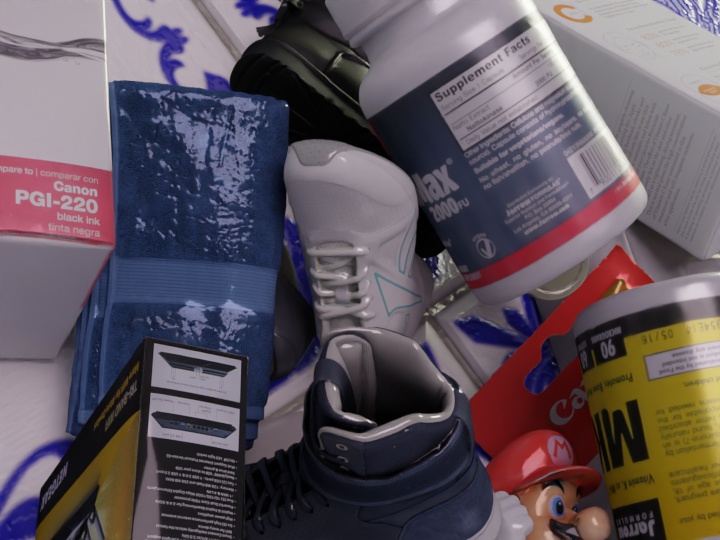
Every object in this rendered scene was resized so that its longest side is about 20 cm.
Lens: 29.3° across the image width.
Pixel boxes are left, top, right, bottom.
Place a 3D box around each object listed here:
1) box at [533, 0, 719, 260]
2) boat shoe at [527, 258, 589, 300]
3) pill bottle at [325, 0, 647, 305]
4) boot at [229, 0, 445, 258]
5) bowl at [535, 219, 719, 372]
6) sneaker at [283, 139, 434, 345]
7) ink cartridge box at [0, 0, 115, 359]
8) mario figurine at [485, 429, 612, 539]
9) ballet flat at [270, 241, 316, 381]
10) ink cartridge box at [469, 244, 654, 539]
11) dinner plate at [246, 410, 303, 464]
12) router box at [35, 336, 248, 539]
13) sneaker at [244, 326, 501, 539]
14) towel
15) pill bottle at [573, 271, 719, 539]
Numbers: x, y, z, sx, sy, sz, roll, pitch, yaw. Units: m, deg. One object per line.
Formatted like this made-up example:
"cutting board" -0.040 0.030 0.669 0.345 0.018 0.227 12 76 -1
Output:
"box" 0.206 -0.111 0.963 0.123 0.099 0.199 -19 46 -43
"boat shoe" 0.087 -0.077 0.898 0.074 0.066 0.201 -29 94 -8
"pill bottle" 0.068 -0.094 0.801 0.119 0.119 0.202 -36 96 -38
"boot" 0.012 -0.124 0.945 0.198 0.073 0.163 42 43 -9
"bowl" 0.228 0.028 0.971 0.197 0.075 0.202 -4 66 -32
"sneaker" 0.000 0.000 0.802 0.069 0.201 0.081 5 60 20
"ink cartridge box" -0.192 -0.072 0.752 0.084 0.146 0.203 3 62 -25
"mario figurine" 0.115 0.189 0.783 0.104 0.124 0.203 -1 70 2
"ballet flat" -0.089 -0.028 0.833 0.073 0.073 0.201 -31 87 -37
"ink cartridge box" 0.183 0.109 0.866 0.161 0.050 0.200 -45 92 -4
"dinner plate" -0.004 0.172 0.794 0.197 0.024 0.203 13 59 -21
"router box" -0.110 0.146 0.639 0.052 0.200 0.159 12 57 -21
"sneaker" -0.036 0.097 0.702 0.199 0.147 0.078 -10 50 7
"towel" -0.099 -0.004 0.767 0.110 0.049 0.203 5 85 -7
"pill bottle" 0.195 0.113 0.790 0.113 0.114 0.203 -2 73 -29
